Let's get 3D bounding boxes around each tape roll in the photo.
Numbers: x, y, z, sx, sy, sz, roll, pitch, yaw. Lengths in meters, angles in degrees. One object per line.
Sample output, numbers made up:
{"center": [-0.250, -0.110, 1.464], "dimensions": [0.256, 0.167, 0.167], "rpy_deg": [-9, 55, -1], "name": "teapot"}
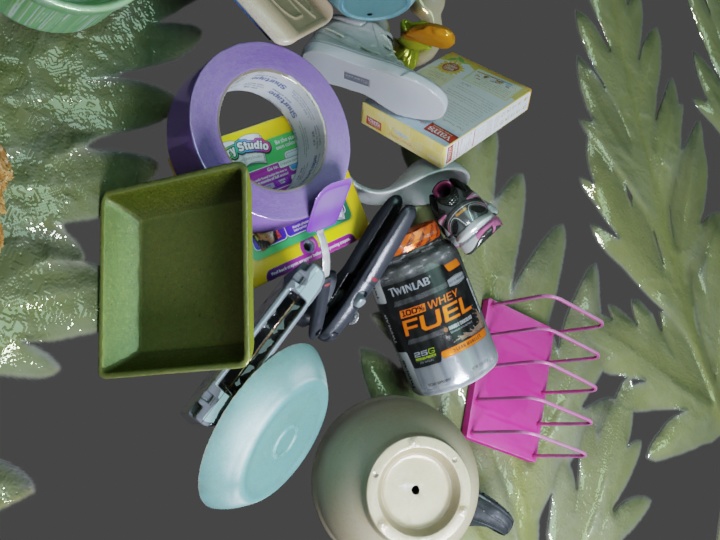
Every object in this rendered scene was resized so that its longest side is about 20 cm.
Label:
{"center": [-0.110, -0.146, 0.993], "dimensions": [0.199, 0.065, 0.202], "rpy_deg": [9, 74, -33], "name": "tape roll"}

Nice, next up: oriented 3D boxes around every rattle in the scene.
{"center": [0.094, -0.381, 1.222], "dimensions": [0.130, 0.143, 0.201], "rpy_deg": [35, 67, -6], "name": "rattle"}

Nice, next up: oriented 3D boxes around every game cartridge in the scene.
{"center": [-0.117, 0.083, 0.964], "dimensions": [0.041, 0.133, 0.200], "rpy_deg": [37, 73, -3], "name": "game cartridge"}

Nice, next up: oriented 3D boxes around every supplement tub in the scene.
{"center": [0.087, 0.046, 1.138], "dimensions": [0.122, 0.122, 0.201], "rpy_deg": [-27, 97, -37], "name": "supplement tub"}

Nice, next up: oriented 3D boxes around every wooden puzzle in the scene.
{"center": [-0.126, -0.346, 1.059], "dimensions": [0.185, 0.046, 0.200], "rpy_deg": [47, 26, -9], "name": "wooden puzzle"}

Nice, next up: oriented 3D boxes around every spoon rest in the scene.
{"center": [0.052, -0.114, 1.169], "dimensions": [0.199, 0.099, 0.061], "rpy_deg": [3, 64, -26], "name": "spoon rest"}

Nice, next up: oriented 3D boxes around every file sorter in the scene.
{"center": [0.245, 0.148, 1.233], "dimensions": [0.138, 0.125, 0.201], "rpy_deg": [24, 67, -31], "name": "file sorter"}

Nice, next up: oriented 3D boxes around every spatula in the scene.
{"center": [-0.043, -0.009, 1.015], "dimensions": [0.056, 0.020, 0.201], "rpy_deg": [-22, 127, -47], "name": "spatula"}

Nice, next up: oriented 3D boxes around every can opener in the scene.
{"center": [0.000, 0.000, 1.069], "dimensions": [0.200, 0.063, 0.078], "rpy_deg": [-50, 148, 9], "name": "can opener"}

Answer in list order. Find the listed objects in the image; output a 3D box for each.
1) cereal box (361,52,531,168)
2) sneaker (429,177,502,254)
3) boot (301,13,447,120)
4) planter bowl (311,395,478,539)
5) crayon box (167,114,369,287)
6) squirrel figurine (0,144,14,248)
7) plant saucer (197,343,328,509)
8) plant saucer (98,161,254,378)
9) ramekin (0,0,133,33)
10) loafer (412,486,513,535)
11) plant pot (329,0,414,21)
{"center": [0.117, -0.222, 1.211], "dimensions": [0.200, 0.144, 0.040], "rpy_deg": [-35, 146, -34], "name": "cereal box"}
{"center": [0.128, -0.083, 1.160], "dimensions": [0.080, 0.200, 0.086], "rpy_deg": [-40, 96, 0], "name": "sneaker"}
{"center": [0.030, -0.270, 1.147], "dimensions": [0.199, 0.074, 0.096], "rpy_deg": [24, 60, 4], "name": "boot"}
{"center": [0.051, 0.246, 1.020], "dimensions": [0.198, 0.135, 0.202], "rpy_deg": [1, 84, -11], "name": "planter bowl"}
{"center": [-0.102, -0.086, 1.063], "dimensions": [0.199, 0.058, 0.174], "rpy_deg": [-26, 95, -36], "name": "crayon box"}
{"center": [-0.409, -0.048, 0.782], "dimensions": [0.199, 0.141, 0.188], "rpy_deg": [17, 78, -30], "name": "squirrel figurine"}
{"center": [-0.091, 0.174, 0.953], "dimensions": [0.200, 0.036, 0.201], "rpy_deg": [-46, 152, -33], "name": "plant saucer"}
{"center": [-0.180, 0.005, 0.918], "dimensions": [0.048, 0.198, 0.202], "rpy_deg": [13, 72, -58], "name": "plant saucer"}
{"center": [-0.317, -0.347, 0.929], "dimensions": [0.199, 0.097, 0.202], "rpy_deg": [8, 76, -35], "name": "ramekin"}
{"center": [0.109, 0.301, 1.142], "dimensions": [0.200, 0.068, 0.071], "rpy_deg": [30, 73, -23], "name": "loafer"}
{"center": [0.014, -0.394, 1.117], "dimensions": [0.199, 0.200, 0.136], "rpy_deg": [5, 75, -36], "name": "plant pot"}
